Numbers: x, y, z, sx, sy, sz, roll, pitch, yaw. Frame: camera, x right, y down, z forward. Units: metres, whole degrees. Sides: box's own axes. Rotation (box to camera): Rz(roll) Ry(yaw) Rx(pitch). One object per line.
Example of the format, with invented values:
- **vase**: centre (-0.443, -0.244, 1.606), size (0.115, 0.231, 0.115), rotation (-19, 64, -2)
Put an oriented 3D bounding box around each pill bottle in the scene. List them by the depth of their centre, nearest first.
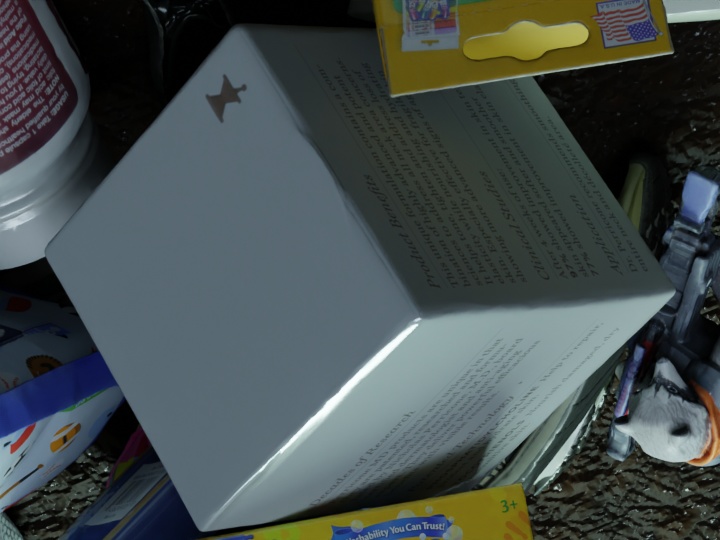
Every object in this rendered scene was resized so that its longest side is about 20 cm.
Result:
- **pill bottle**: centre (-0.197, -0.103, 1.359), size (0.114, 0.114, 0.200), rotation (-18, 130, 9)

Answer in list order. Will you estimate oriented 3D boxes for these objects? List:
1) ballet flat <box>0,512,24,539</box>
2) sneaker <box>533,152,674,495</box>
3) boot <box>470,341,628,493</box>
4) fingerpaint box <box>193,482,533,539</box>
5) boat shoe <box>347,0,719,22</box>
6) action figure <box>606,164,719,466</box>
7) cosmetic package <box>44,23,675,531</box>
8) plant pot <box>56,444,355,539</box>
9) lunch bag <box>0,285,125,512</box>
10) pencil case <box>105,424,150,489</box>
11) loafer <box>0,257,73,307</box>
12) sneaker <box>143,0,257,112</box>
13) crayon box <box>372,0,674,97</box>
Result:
- **ballet flat**: centre (-0.212, 0.197, 1.645), size (0.072, 0.072, 0.201), rotation (-15, 130, 6)
- **sneaker**: centre (0.101, 0.021, 1.532), size (0.088, 0.077, 0.201), rotation (26, 114, 10)
- **boot**: centre (0.042, 0.044, 1.489), size (0.154, 0.073, 0.204), rotation (39, 134, 8)
- **fingerpaint box**: centre (-0.010, 0.198, 1.334), size (0.199, 0.168, 0.073), rotation (-8, 172, -17)
- **boat shoe**: centre (0.093, -0.148, 1.390), size (0.201, 0.072, 0.061), rotation (-2, 91, 10)
- **action figure**: centre (0.201, 0.024, 1.475), size (0.104, 0.193, 0.200), rotation (34, 145, 22)
- **cosmetic package**: centre (0.000, 0.000, 1.343), size (0.200, 0.168, 0.166), rotation (-3, 145, -50)
- **plant pot**: centre (-0.059, 0.175, 1.464), size (0.180, 0.200, 0.200), rotation (47, 71, -8)
- **lunch bag**: centre (-0.225, 0.081, 1.424), size (0.200, 0.170, 0.124), rotation (-20, 93, 30)
- **pencil case**: centre (-0.051, 0.149, 1.612), size (0.199, 0.089, 0.089), rotation (17, 127, -21)
- **loafer**: centre (-0.201, 0.052, 1.524), size (0.072, 0.063, 0.200), rotation (32, 120, -29)
- **sneaker**: centre (-0.074, -0.095, 1.386), size (0.060, 0.104, 0.200), rotation (-10, 131, 1)
- **crayon box**: centre (0.061, -0.162, 1.282), size (0.125, 0.201, 0.052), rotation (-8, 154, 1)
